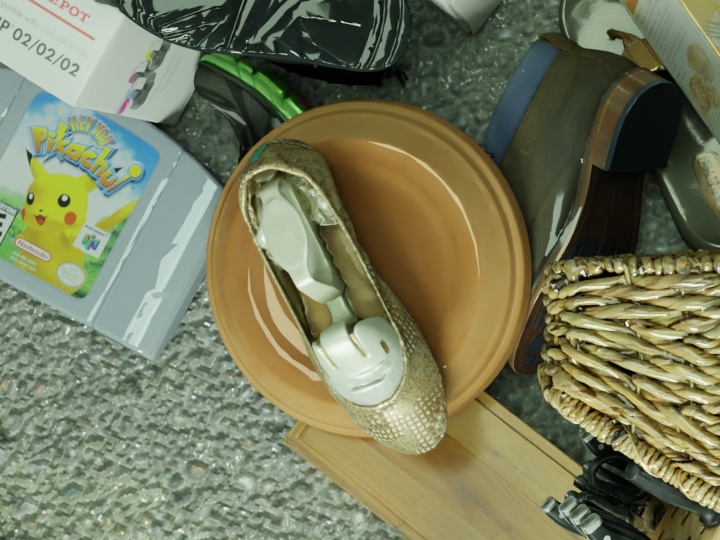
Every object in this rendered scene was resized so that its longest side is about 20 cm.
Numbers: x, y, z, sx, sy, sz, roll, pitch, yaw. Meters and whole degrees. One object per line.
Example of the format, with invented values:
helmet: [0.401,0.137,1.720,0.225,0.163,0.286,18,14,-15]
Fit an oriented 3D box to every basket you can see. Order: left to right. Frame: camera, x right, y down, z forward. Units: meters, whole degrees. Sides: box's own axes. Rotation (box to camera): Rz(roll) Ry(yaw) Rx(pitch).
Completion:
basket: [0.176,0.063,1.573,0.142,0.200,0.150,-2,92,21]

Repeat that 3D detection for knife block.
knife block: [0.202,0.161,1.563,0.200,0.176,0.064,32,95,16]

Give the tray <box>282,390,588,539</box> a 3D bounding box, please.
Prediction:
tray: [0.061,0.124,1.677,0.200,0.037,0.099,37,89,17]

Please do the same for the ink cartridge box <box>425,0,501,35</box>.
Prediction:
ink cartridge box: [0.070,-0.269,1.721,0.145,0.084,0.200,40,89,17]

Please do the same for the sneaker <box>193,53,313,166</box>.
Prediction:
sneaker: [-0.047,-0.053,1.714,0.084,0.077,0.200,-39,71,6]

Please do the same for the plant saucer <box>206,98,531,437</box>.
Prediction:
plant saucer: [0.000,0.000,1.651,0.199,0.037,0.201,2,96,17]

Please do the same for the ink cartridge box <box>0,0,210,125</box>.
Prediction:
ink cartridge box: [-0.178,-0.149,1.692,0.115,0.200,0.068,31,98,17]

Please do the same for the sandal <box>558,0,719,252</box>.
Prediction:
sandal: [0.184,-0.096,1.679,0.081,0.055,0.201,-25,76,7]

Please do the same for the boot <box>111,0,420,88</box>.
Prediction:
boot: [-0.058,-0.156,1.671,0.197,0.162,0.074,14,91,-4]

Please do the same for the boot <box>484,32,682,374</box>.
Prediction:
boot: [0.115,-0.043,1.676,0.097,0.075,0.201,39,113,38]

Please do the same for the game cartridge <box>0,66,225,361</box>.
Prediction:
game cartridge: [-0.182,-0.045,1.764,0.199,0.040,0.134,26,83,16]

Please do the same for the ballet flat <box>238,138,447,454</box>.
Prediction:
ballet flat: [-0.017,0.019,1.604,0.070,0.065,0.200,-32,85,19]

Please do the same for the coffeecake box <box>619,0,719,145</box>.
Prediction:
coffeecake box: [0.249,-0.160,1.642,0.153,0.073,0.200,-29,74,-16]
